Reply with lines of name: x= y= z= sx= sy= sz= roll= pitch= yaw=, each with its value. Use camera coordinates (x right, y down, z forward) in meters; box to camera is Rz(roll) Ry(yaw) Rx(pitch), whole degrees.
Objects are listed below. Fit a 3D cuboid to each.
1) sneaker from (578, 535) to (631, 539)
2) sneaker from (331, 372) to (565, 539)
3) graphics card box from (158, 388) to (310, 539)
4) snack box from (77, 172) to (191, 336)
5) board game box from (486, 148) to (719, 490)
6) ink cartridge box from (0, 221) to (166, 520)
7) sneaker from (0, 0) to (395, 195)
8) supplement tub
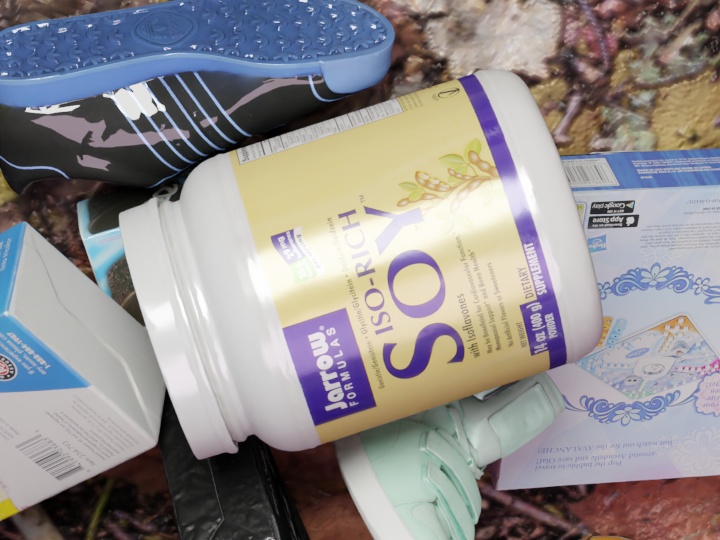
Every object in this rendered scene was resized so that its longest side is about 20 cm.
sneaker: x=0.112 y=0.217 z=1.350 sx=0.200 sy=0.077 sz=0.078 roll=-20 pitch=119 yaw=-29
sneaker: x=0.052 y=0.095 z=1.175 sx=0.118 sy=0.201 sz=0.074 roll=-23 pitch=127 yaw=0
graphics card box: x=-0.054 y=0.152 z=1.235 sx=0.051 sy=0.126 sz=0.200 roll=-17 pitch=141 yaw=1
snack box: x=-0.034 y=-0.008 z=1.202 sx=0.199 sy=0.037 sz=0.116 roll=-16 pitch=128 yaw=-2
board game box: x=0.175 y=0.026 z=1.274 sx=0.199 sy=0.043 sz=0.199 roll=-3 pitch=125 yaw=-12
ink cartridge box: x=-0.209 y=0.070 z=1.180 sx=0.200 sy=0.067 sz=0.116 roll=-26 pitch=128 yaw=26
sneaker: x=-0.082 y=-0.082 z=1.122 sx=0.199 sy=0.070 sz=0.078 roll=-5 pitch=130 yaw=-2
supplement tub: x=0.000 y=0.000 z=1.102 sx=0.200 sy=0.146 sz=0.146 roll=-18 pitch=128 yaw=-1
